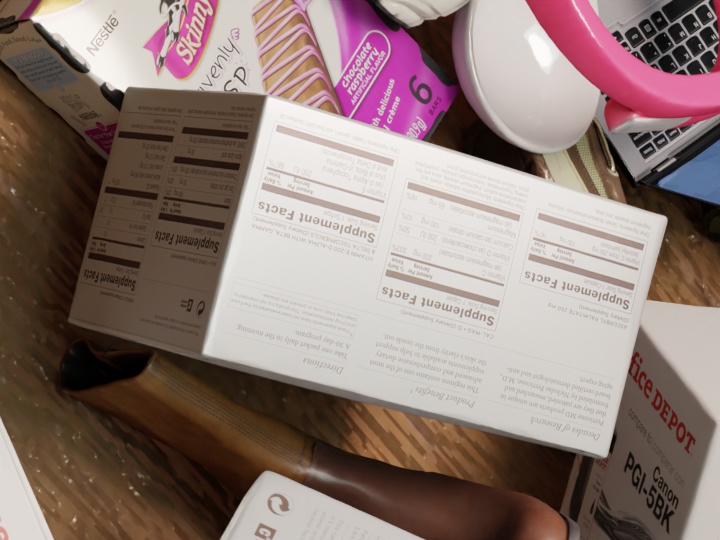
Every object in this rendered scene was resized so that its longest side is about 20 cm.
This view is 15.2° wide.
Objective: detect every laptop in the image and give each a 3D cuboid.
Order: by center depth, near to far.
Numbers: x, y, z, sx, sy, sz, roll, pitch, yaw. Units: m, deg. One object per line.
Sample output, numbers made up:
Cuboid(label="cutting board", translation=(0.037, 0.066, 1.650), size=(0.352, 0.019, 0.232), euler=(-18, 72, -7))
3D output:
Cuboid(label="laptop", translation=(0.216, -0.126, 1.410), size=(0.187, 0.116, 0.200), euler=(-34, 91, -33))

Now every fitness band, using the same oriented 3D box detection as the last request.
Cuboid(label="fitness band", translation=(0.139, -0.141, 1.308), size=(0.200, 0.037, 0.144), euler=(-12, 82, -53))

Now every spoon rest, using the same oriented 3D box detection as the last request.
Cuboid(label="spoon rest", translation=(0.080, -0.156, 1.331), size=(0.099, 0.060, 0.201), euler=(5, 74, -44))

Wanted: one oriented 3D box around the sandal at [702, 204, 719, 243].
Cuboid(label="sandal", translation=(0.273, -0.033, 1.494), size=(0.199, 0.082, 0.055), euler=(9, 67, -26))

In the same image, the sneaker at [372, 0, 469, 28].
Cuboid(label="sneaker", translation=(0.006, -0.213, 1.292), size=(0.079, 0.077, 0.201), euler=(-30, 80, 8))

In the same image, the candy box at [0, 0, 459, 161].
Cuboid(label="candy box", translation=(-0.063, -0.097, 1.270), size=(0.200, 0.061, 0.137), euler=(42, 64, -23))

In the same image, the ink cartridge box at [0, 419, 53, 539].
Cuboid(label="ink cartridge box", translation=(-0.227, 0.149, 1.114), size=(0.200, 0.084, 0.147), euler=(-28, 101, -34))

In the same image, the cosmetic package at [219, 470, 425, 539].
Cuboid(label="cosmetic package", translation=(0.027, 0.175, 1.168), size=(0.199, 0.102, 0.074), euler=(24, 54, 8))

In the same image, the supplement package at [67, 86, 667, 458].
Cuboid(label="supplement package", translation=(0.000, 0.000, 1.177), size=(0.199, 0.156, 0.111), euler=(16, 87, -27))

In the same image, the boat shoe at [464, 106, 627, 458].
Cuboid(label="boat shoe", translation=(0.124, 0.006, 1.381), size=(0.075, 0.075, 0.203), euler=(-22, 97, -40))

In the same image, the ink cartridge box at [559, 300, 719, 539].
Cuboid(label="ink cartridge box", translation=(0.155, 0.132, 1.290), size=(0.082, 0.147, 0.201), euler=(8, 110, -17))

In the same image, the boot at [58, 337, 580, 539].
Cuboid(label="boot", translation=(-0.018, 0.083, 1.204), size=(0.200, 0.188, 0.069), euler=(38, 77, -27))
